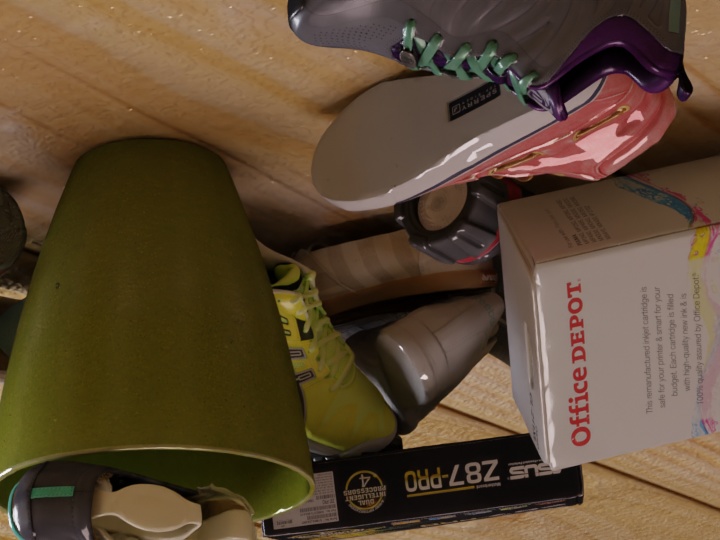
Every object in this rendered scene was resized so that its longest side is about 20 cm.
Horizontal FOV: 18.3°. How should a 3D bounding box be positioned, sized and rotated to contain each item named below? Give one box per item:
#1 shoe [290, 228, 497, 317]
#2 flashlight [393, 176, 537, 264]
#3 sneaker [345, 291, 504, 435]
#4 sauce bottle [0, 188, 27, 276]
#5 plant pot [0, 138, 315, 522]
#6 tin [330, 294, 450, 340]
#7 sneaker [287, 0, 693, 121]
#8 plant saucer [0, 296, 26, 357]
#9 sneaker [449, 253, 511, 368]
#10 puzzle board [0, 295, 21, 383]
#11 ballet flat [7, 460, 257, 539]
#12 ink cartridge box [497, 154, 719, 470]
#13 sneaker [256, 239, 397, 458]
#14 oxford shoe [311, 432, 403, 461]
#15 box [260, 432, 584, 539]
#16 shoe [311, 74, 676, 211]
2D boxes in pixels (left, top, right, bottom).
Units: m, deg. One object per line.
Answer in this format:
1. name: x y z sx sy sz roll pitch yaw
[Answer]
1. shoe: 0.000 0.000 1.457 0.199 0.054 0.070 -11 179 32
2. flashlight: 0.105 -0.014 1.383 0.068 0.068 0.200 -47 138 14
3. sneaker: 0.048 0.053 1.471 0.088 0.075 0.200 -34 -179 -14
4. sauce bottle: -0.278 0.003 1.400 0.064 0.065 0.200 11 155 -33
5. plant pot: -0.123 0.033 1.302 0.186 0.201 0.187 -3 160 -1
6. tin: -0.009 0.038 1.569 0.199 0.042 0.112 -15 152 31
7. sneaker: 0.062 -0.114 1.086 0.199 0.088 0.074 -6 160 9
8. plant saucer: -0.140 0.050 1.465 0.199 0.036 0.200 18 -166 -5
9. sneaker: 0.121 0.030 1.522 0.070 0.081 0.200 2 145 34
10. puzzle board: -0.180 0.058 1.487 0.199 0.017 0.151 13 -166 -28
11. ballet flat: -0.102 0.145 1.223 0.073 0.073 0.200 -17 153 35
12. ink cartridge box: 0.187 0.018 1.316 0.199 0.083 0.146 -12 121 -8
13. sneaker: -0.048 0.042 1.408 0.200 0.076 0.076 42 129 -13
14. oxford shoe: -0.045 0.097 1.533 0.072 0.085 0.199 9 174 -40
15. box: 0.042 0.138 1.426 0.199 0.049 0.161 -8 173 4
16. shoe: 0.072 -0.071 1.226 0.199 0.072 0.091 -23 146 35
